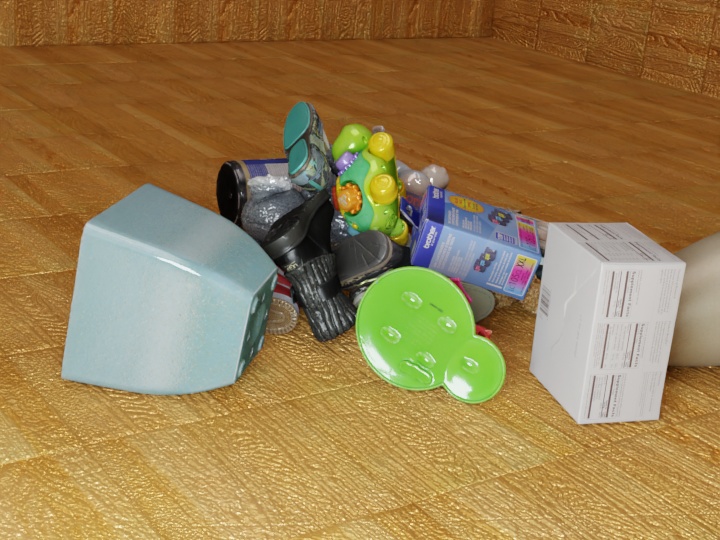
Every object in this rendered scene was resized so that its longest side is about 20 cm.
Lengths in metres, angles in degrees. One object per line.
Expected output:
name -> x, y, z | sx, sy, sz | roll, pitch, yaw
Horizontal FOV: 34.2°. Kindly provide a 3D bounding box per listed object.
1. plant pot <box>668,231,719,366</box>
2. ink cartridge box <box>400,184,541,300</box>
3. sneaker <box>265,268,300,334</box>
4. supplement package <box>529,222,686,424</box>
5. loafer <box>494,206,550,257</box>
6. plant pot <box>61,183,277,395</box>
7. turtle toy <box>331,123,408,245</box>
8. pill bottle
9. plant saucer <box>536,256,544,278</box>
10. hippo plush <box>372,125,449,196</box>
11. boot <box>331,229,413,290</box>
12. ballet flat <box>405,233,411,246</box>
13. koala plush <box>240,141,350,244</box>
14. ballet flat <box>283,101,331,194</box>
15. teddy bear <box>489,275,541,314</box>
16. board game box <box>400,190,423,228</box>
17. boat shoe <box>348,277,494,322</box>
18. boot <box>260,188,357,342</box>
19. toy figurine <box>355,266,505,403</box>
plant pot -> 0.437, 0.051, 1.547 | 0.198, 0.189, 0.187 | -13, 23, -9
ink cartridge box -> 0.144, -0.045, 1.626 | 0.198, 0.077, 0.137 | 16, 25, -3
sneaker -> -0.176, 0.027, 1.577 | 0.198, 0.072, 0.113 | 13, 24, -1
supplement package -> 0.293, 0.059, 1.412 | 0.110, 0.202, 0.156 | 0, 20, -15
loafer -> 0.257, -0.064, 1.867 | 0.199, 0.072, 0.063 | 27, 70, 38
plant pot -> -0.212, 0.036, 1.384 | 0.198, 0.198, 0.196 | 17, 21, 7
turtle toy -> 0.009, -0.129, 1.694 | 0.100, 0.146, 0.201 | -8, 55, 7
pill bottle -> -0.133, -0.133, 1.973 | 0.198, 0.113, 0.112 | -5, 22, -27
plant saucer -> 0.200, -0.015, 1.817 | 0.198, 0.019, 0.070 | 6, -16, 5
hippo plush -> 0.054, -0.170, 1.975 | 0.200, 0.159, 0.161 | -26, 79, -51
boot -> 0.000, 0.000, 1.680 | 0.199, 0.074, 0.150 | -21, -22, 35
ballet flat -> 0.025, -0.056, 1.867 | 0.071, 0.072, 0.199 | -14, 28, -43
koala plush -> -0.095, -0.088, 1.782 | 0.199, 0.179, 0.184 | -6, 32, -39
ballet flat -> -0.076, -0.177, 1.736 | 0.074, 0.075, 0.201 | 3, 38, -5
teddy bear -> 0.203, 0.013, 1.719 | 0.199, 0.067, 0.145 | 16, 20, 25
board game box -> 0.144, -0.067, 1.825 | 0.199, 0.033, 0.120 | 21, -15, -8
boat shoe -> 0.084, 0.037, 1.613 | 0.199, 0.072, 0.061 | -1, 24, -10
boot -> -0.054, -0.007, 1.567 | 0.079, 0.158, 0.211 | -28, 15, 25
toy figurine -> 0.112, 0.072, 1.478 | 0.199, 0.151, 0.184 | 33, 17, 11
